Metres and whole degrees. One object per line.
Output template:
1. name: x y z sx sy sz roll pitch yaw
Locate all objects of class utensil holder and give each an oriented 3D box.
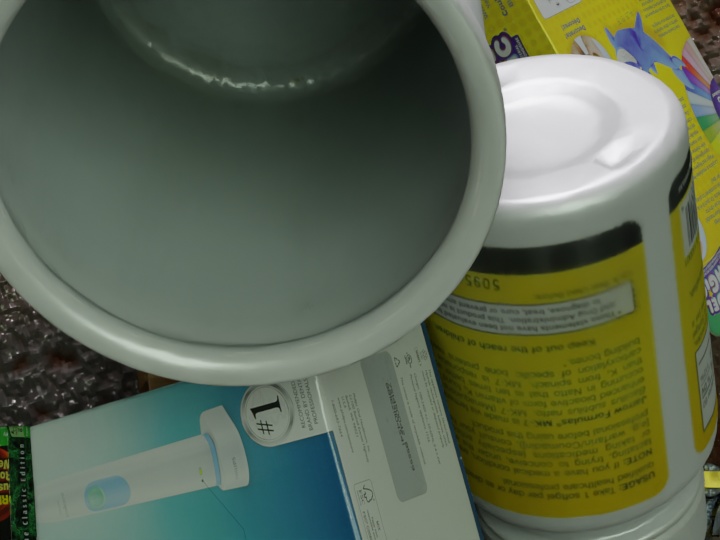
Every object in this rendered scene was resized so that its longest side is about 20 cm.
1. utensil holder: -0.038 -0.086 0.704 0.168 0.201 0.171 1 121 1

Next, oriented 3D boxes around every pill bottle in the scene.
1. pill bottle: 0.080 0.028 0.810 0.114 0.114 0.201 -22 125 -16

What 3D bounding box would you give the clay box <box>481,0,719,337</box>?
1. clay box: 0.113 -0.068 0.902 0.115 0.047 0.201 -30 92 -52

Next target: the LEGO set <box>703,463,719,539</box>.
1. LEGO set: 0.198 0.162 0.885 0.199 0.116 0.155 27 77 -9

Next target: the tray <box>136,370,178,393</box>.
1. tray: 0.000 0.000 0.895 0.198 0.037 0.100 -4 77 -15

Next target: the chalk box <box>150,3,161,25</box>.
1. chalk box: -0.050 -0.185 0.864 0.124 0.125 0.201 33 75 -8

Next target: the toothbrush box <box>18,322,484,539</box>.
1. toothbrush box: -0.056 0.115 0.786 0.085 0.199 0.148 -10 83 -58

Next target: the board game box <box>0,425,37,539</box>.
1. board game box: -0.217 0.119 0.788 0.198 0.023 0.106 -7 85 16
